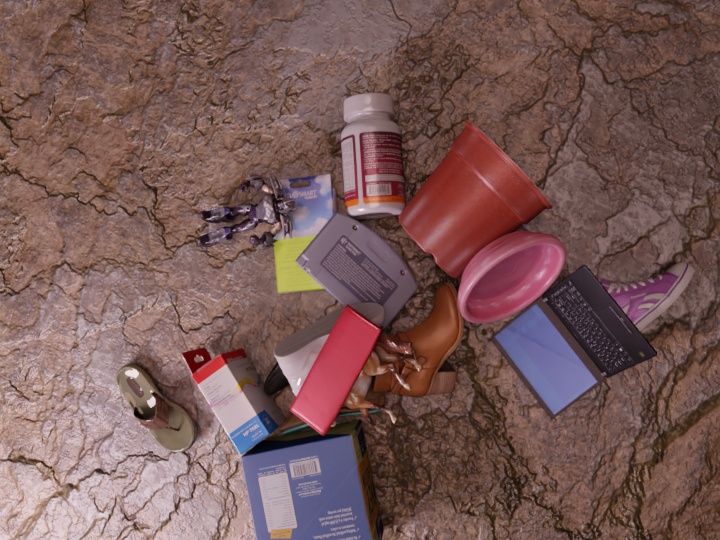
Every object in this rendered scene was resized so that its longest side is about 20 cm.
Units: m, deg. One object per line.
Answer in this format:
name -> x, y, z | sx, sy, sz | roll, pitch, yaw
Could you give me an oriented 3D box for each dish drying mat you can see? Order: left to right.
dish drying mat -> -0.039, 0.160, 1.039 | 0.076, 0.018, 0.202 | 32, 102, 16

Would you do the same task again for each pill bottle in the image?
pill bottle -> 0.021, -0.198, 1.135 | 0.107, 0.110, 0.204 | -4, 87, 7

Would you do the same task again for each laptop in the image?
laptop -> 0.345, 0.123, 1.074 | 0.103, 0.200, 0.178 | -32, 79, -29

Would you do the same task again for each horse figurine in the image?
horse figurine -> 0.016, 0.182, 1.057 | 0.131, 0.050, 0.202 | 27, 106, 6

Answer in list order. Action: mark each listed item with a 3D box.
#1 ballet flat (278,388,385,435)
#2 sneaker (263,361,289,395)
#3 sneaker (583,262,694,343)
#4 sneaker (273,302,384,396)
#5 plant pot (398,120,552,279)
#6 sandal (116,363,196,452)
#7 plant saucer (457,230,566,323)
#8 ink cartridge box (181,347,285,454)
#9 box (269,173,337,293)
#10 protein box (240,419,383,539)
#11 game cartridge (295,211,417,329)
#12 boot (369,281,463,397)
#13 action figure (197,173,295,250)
ballet flat -> -0.055, 0.236, 1.154 | 0.196, 0.068, 0.074 | -15, 76, 5
sneaker -> -0.086, 0.169, 1.157 | 0.199, 0.076, 0.091 | -37, 93, 8
sneaker -> 0.455, 0.034, 1.091 | 0.200, 0.073, 0.115 | -42, 80, 4
sneaker -> -0.039, 0.140, 1.102 | 0.197, 0.074, 0.117 | -24, 118, -8
plant pot -> 0.178, -0.107, 1.079 | 0.195, 0.201, 0.201 | -45, 83, 11
sandal -> -0.387, 0.260, 1.197 | 0.201, 0.057, 0.080 | 43, 94, 7
plant saucer -> 0.242, 0.006, 1.070 | 0.199, 0.201, 0.051 | -33, 55, 5
ink cartridge box -> -0.223, 0.210, 1.148 | 0.067, 0.116, 0.202 | -33, 85, 6
box -> -0.098, -0.065, 1.176 | 0.120, 0.048, 0.204 | -5, 87, 6
protein box -> -0.078, 0.387, 1.113 | 0.195, 0.135, 0.204 | -13, 86, 6
game cartridge -> 0.000, 0.000, 1.135 | 0.200, 0.041, 0.133 | 42, 88, -12
boot -> 0.091, 0.118, 1.116 | 0.152, 0.077, 0.204 | 3, 101, -14
action figure -> -0.195, -0.095, 1.147 | 0.197, 0.069, 0.133 | -14, 78, 26
